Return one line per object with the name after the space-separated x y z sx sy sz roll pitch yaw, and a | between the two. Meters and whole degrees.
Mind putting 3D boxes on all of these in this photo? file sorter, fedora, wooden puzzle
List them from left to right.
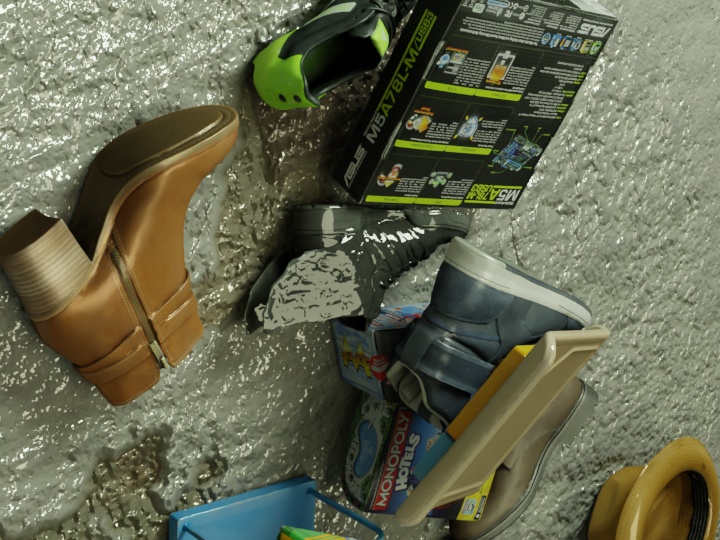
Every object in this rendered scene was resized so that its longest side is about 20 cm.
-0.064 0.291 1.097 0.139 0.123 0.200 -10 110 -40 | file sorter
0.112 0.114 1.088 0.185 0.037 0.200 -52 165 14 | wooden puzzle
0.300 0.261 1.431 0.201 0.082 0.201 -9 102 -46 | fedora

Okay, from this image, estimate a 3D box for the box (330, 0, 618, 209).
0.095 -0.140 1.097 0.200 0.048 0.193 -2 130 -46 | box

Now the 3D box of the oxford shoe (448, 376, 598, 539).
0.134 0.167 1.279 0.084 0.073 0.200 42 72 -24 | oxford shoe

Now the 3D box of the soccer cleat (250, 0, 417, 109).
0.004 -0.188 1.030 0.200 0.081 0.068 -47 129 -21 | soccer cleat

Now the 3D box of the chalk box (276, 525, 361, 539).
0.027 0.278 1.006 0.200 0.124 0.124 19 90 -44 | chalk box

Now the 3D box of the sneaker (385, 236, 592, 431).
0.103 0.063 1.125 0.202 0.077 0.146 20 98 -51 | sneaker

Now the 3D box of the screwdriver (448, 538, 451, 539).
0.034 0.293 1.251 0.200 0.028 0.029 -25 88 -33 | screwdriver

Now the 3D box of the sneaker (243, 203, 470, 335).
0.002 0.000 1.097 0.200 0.060 0.104 1 90 -35 | sneaker

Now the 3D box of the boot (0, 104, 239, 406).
-0.143 -0.011 0.967 0.200 0.074 0.155 -37 125 -12 | boot

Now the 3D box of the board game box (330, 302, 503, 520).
0.047 0.107 1.178 0.200 0.062 0.200 15 94 -42 | board game box
